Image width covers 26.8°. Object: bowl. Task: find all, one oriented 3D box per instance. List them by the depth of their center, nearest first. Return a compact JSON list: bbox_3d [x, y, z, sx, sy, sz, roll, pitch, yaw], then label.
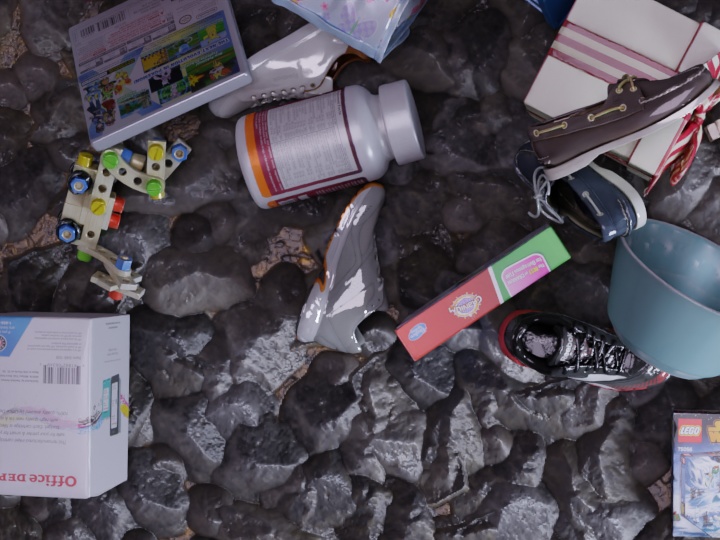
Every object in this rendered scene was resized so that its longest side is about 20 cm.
[{"bbox_3d":[0.343,0.041,1.616,0.200,0.201,0.106,30,114,8],"label":"bowl"}]

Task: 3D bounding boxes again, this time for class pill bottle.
[{"bbox_3d":[-0.033,-0.145,1.702,0.198,0.110,0.111,-14,88,9],"label":"pill bottle"}]

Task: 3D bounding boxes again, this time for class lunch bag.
[{"bbox_3d":[0.003,-0.348,1.677,0.169,0.127,0.201,29,74,7],"label":"lunch bag"}]

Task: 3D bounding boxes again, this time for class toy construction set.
[{"bbox_3d":[-0.282,-0.070,1.759,0.130,0.092,0.202,14,97,-12],"label":"toy construction set"}]

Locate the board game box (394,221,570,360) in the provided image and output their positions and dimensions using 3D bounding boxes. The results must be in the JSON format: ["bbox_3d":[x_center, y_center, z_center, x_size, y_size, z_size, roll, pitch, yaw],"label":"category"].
[{"bbox_3d":[0.136,0.020,1.654,0.199,0.153,0.041,-34,89,8],"label":"board game box"}]

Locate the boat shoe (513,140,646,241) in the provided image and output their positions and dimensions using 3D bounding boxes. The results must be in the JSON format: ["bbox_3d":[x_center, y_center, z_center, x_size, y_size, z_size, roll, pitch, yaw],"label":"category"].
[{"bbox_3d":[0.218,-0.083,1.599,0.061,0.200,0.075,-27,130,-20],"label":"boat shoe"}]

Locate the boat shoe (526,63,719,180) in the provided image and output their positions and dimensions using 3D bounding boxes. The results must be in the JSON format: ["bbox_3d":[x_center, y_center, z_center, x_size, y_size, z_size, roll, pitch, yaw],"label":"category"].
[{"bbox_3d":[0.258,-0.158,1.500,0.199,0.072,0.060,-26,98,30],"label":"boat shoe"}]

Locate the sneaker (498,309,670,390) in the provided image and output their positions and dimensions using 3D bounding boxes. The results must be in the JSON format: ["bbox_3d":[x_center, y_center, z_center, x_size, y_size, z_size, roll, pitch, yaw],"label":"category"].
[{"bbox_3d":[0.248,0.090,1.665,0.198,0.098,0.072,13,90,8],"label":"sneaker"}]

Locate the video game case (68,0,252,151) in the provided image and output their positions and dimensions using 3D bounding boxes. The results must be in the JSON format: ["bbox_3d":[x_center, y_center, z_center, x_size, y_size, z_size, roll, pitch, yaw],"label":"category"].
[{"bbox_3d":[-0.233,-0.248,1.736,0.198,0.022,0.184,-23,57,8],"label":"video game case"}]

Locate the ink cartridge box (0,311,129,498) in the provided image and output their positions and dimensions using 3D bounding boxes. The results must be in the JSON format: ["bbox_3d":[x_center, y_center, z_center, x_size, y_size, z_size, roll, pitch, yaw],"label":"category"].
[{"bbox_3d":[-0.355,0.151,1.738,0.145,0.146,0.202,1,90,9],"label":"ink cartridge box"}]

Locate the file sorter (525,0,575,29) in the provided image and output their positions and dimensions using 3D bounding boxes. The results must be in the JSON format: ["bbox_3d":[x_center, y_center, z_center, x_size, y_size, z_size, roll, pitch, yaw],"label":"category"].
[{"bbox_3d":[0.199,-0.367,1.620,0.122,0.200,0.139,39,96,11],"label":"file sorter"}]

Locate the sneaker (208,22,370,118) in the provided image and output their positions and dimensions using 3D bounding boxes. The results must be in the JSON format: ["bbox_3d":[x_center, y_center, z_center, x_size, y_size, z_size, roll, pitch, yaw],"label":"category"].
[{"bbox_3d":[-0.079,-0.217,1.727,0.199,0.073,0.085,-32,83,7],"label":"sneaker"}]

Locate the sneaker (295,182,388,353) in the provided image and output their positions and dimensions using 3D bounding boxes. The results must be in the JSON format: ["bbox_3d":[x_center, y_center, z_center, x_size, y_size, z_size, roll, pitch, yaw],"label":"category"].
[{"bbox_3d":[0.000,0.000,1.724,0.091,0.076,0.202,22,101,1],"label":"sneaker"}]

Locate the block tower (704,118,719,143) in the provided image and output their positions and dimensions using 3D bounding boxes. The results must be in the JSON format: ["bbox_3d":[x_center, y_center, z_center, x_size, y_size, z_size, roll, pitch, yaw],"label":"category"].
[{"bbox_3d":[0.478,-0.174,1.647,0.199,0.054,0.058,-24,86,9],"label":"block tower"}]

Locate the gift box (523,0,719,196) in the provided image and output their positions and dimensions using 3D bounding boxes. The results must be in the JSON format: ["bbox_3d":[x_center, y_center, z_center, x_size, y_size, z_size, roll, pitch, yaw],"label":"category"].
[{"bbox_3d":[0.288,-0.193,1.609,0.186,0.200,0.186,28,100,7],"label":"gift box"}]

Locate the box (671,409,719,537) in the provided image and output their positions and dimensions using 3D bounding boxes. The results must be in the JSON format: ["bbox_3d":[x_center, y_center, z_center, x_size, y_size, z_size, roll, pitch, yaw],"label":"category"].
[{"bbox_3d":[0.443,0.224,1.662,0.198,0.040,0.138,1,92,9],"label":"box"}]
